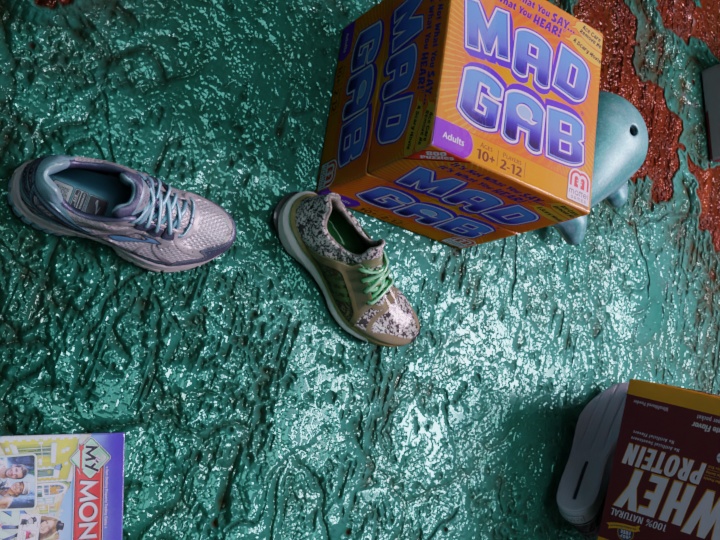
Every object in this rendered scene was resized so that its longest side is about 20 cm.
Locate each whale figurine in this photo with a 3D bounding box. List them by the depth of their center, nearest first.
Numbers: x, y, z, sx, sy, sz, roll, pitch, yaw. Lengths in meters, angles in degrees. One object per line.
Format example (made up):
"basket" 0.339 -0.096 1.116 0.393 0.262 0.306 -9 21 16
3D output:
"whale figurine" 0.287 -0.132 1.071 0.159 0.104 0.201 39 63 -23

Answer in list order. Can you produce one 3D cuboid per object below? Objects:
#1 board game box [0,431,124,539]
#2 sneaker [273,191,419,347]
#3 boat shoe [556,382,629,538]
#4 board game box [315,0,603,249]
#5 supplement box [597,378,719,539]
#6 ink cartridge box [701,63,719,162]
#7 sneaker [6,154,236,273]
"board game box" -0.257 0.231 0.686 0.134 0.029 0.201 4 79 -33
"sneaker" 0.000 0.000 0.863 0.200 0.088 0.077 48 59 -18
"boat shoe" 0.290 0.225 1.042 0.200 0.072 0.071 -53 131 -29
"board game box" 0.100 -0.159 0.893 0.199 0.200 0.201 18 72 -30
"supplement box" 0.373 0.235 0.980 0.200 0.132 0.198 15 86 -58
"ink cartridge box" 0.622 -0.234 1.328 0.199 0.083 0.148 4 80 -33
"sneaker" -0.192 -0.048 0.744 0.199 0.086 0.078 12 76 -32
